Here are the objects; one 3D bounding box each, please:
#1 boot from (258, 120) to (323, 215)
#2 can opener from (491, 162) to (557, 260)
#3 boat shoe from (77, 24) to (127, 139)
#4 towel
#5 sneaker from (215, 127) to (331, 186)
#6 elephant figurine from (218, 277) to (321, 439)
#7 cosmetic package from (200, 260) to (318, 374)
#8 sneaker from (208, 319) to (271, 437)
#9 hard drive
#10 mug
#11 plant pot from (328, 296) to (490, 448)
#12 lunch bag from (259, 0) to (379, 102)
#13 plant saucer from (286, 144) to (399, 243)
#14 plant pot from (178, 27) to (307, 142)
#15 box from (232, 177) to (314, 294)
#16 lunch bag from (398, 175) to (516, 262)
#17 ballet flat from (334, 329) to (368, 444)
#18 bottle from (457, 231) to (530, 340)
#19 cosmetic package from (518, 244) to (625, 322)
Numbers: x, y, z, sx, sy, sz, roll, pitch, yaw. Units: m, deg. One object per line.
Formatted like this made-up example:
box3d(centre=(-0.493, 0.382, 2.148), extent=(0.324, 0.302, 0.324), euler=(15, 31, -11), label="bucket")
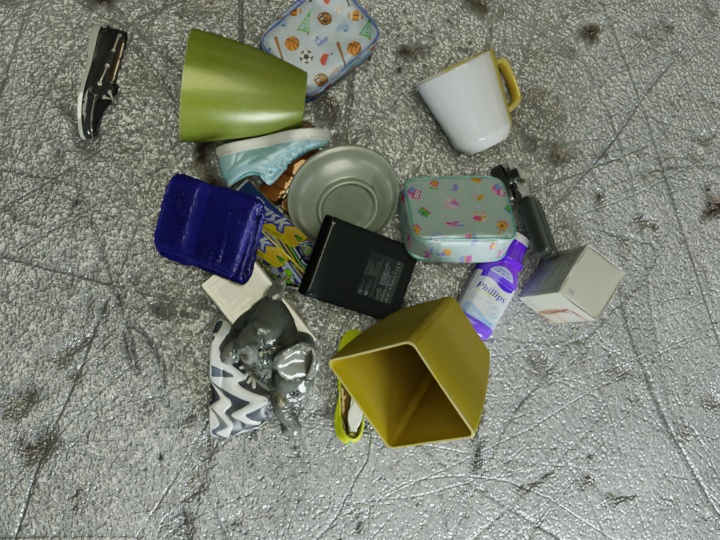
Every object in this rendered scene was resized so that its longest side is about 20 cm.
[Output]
box3d(centre=(-0.069, -0.152, 1.736), extent=(0.199, 0.077, 0.156), euler=(31, 83, -7), label="boot")
box3d(centre=(0.298, -0.107, 1.786), extent=(0.066, 0.053, 0.201), euler=(-33, 62, 27), label="can opener")
box3d(centre=(-0.439, -0.319, 1.688), extent=(0.060, 0.074, 0.202), euler=(8, 78, -4), label="boat shoe")
box3d(centre=(-0.256, -0.070, 1.649), extent=(0.199, 0.049, 0.149), euler=(18, 101, 30), label="towel")
box3d(centre=(-0.142, -0.188, 1.679), extent=(0.198, 0.074, 0.083), euler=(-12, 91, 4), label="sneaker")
box3d(centre=(-0.122, 0.149, 1.627), extent=(0.200, 0.155, 0.142), euler=(40, 40, -15), label="elephant figurine")
box3d(centre=(-0.175, 0.072, 1.709), extent=(0.103, 0.073, 0.200), euler=(-38, 94, -8), label="cosmetic package")
box3d(centre=(-0.195, 0.184, 1.697), extent=(0.129, 0.079, 0.201), euler=(0, 88, -11), label="sneaker")
box3d(centre=(0.000, 0.000, 1.709), extent=(0.199, 0.033, 0.140), euler=(19, 92, -37), label="hard drive")
box3d(centre=(0.212, -0.300, 1.762), extent=(0.186, 0.149, 0.154), euler=(-26, 99, -3), label="mug")
box3d(centre=(0.105, 0.157, 1.672), extent=(0.201, 0.199, 0.177), euler=(55, 47, -17), label="plant pot")
box3d(centre=(-0.073, -0.411, 1.752), extent=(0.200, 0.076, 0.160), euler=(-42, 92, -8), label="lunch bag")
box3d(centre=(-0.025, -0.116, 1.704), extent=(0.199, 0.050, 0.201), euler=(-7, 124, -10), label="plant saucer")
box3d(centre=(-0.192, -0.296, 1.662), extent=(0.198, 0.187, 0.189), euler=(7, 86, -6), label="plant pot")
box3d(centre=(-0.158, -0.059, 1.711), extent=(0.200, 0.070, 0.064), euler=(44, 48, -5), label="box")
box3d(centre=(0.171, -0.095, 1.750), extent=(0.198, 0.077, 0.161), euler=(-1, 53, -12), label="lunch bag")
box3d(centre=(-0.009, 0.204, 1.733), extent=(0.066, 0.067, 0.202), euler=(5, 86, -8), label="ballet flat")
box3d(centre=(0.238, 0.023, 1.784), extent=(0.083, 0.065, 0.201), euler=(32, 83, -8), label="bottle")
box3d(centre=(0.366, 0.027, 1.737), extent=(0.087, 0.200, 0.104), euler=(36, 82, -6), label="cosmetic package")
